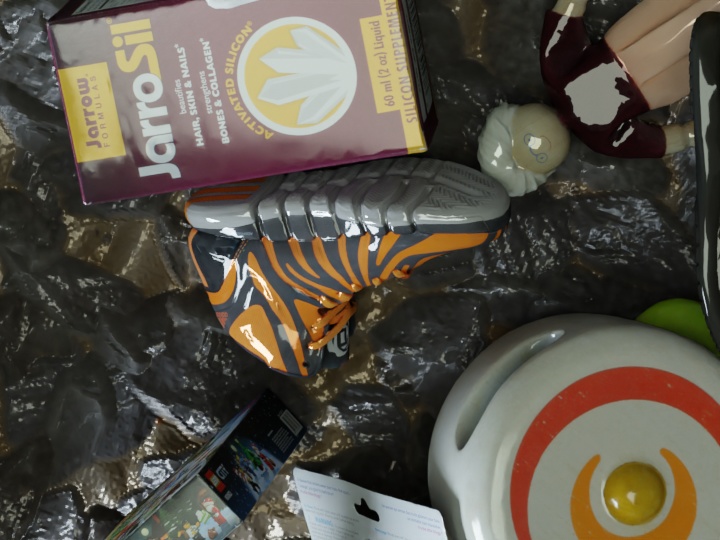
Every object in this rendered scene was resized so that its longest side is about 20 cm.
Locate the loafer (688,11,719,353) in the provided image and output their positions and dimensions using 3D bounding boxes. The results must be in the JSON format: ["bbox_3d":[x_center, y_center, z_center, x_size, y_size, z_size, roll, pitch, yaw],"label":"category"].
[{"bbox_3d":[0.218,-0.041,1.530,0.071,0.073,0.200,-3,100,12],"label":"loafer"}]

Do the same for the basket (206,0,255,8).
[{"bbox_3d":[-0.013,-0.270,1.509,0.200,0.161,0.198,-17,102,11],"label":"basket"}]

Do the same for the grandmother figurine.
[{"bbox_3d":[0.149,-0.112,1.588,0.200,0.061,0.121,-36,90,11],"label":"grandmother figurine"}]

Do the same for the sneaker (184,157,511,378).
[{"bbox_3d":[0.000,0.000,1.621,0.200,0.078,0.112,-1,113,28],"label":"sneaker"}]

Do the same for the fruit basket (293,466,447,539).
[{"bbox_3d":[0.033,0.216,1.640,0.094,0.185,0.200,-16,100,-26],"label":"fruit basket"}]

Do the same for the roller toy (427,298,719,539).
[{"bbox_3d":[0.137,0.120,1.584,0.182,0.140,0.200,-3,94,-11],"label":"roller toy"}]

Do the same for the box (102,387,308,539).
[{"bbox_3d":[-0.107,0.145,1.607,0.137,0.200,0.038,-42,92,14],"label":"box"}]

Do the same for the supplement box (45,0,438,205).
[{"bbox_3d":[-0.065,-0.112,1.594,0.200,0.086,0.111,-9,104,8],"label":"supplement box"}]
